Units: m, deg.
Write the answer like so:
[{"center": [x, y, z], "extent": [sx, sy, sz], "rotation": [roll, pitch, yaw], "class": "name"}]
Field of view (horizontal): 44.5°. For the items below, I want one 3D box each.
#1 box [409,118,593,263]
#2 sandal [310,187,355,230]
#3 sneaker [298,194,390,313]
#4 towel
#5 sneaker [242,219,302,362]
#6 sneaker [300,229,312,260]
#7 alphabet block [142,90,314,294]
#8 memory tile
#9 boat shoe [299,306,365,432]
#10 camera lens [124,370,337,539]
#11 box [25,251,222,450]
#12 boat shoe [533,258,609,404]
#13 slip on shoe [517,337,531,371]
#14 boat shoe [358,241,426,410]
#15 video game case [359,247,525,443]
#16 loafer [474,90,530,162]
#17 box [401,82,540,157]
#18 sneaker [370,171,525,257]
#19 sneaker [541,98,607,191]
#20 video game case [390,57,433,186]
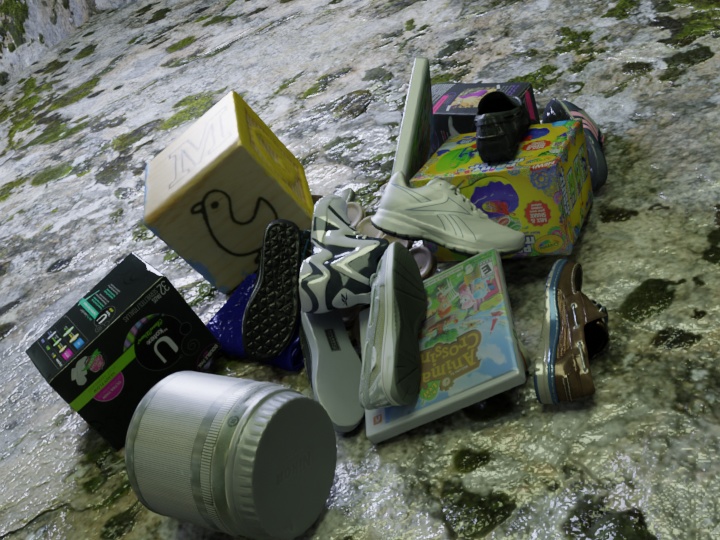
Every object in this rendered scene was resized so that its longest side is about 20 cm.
[{"center": [0.197, -0.108, 1.195], "extent": [0.196, 0.124, 0.193], "rotation": [-4, 24, 26], "class": "box"}, {"center": [-0.100, -0.089, 1.457], "extent": [0.197, 0.058, 0.080], "rotation": [-22, 29, 4], "class": "sandal"}, {"center": [-0.002, -0.024, 1.139], "extent": [0.127, 0.081, 0.201], "rotation": [2, 36, 8], "class": "sneaker"}, {"center": [-0.125, 0.066, 1.250], "extent": [0.197, 0.050, 0.148], "rotation": [7, 42, 40], "class": "towel"}, {"center": [-0.113, 0.030, 1.196], "extent": [0.070, 0.083, 0.204], "rotation": [13, 72, -4], "class": "sneaker"}, {"center": [-0.020, -0.009, 1.276], "extent": [0.198, 0.077, 0.086], "rotation": [20, 15, 37], "class": "sneaker"}, {"center": [-0.208, -0.124, 1.396], "extent": [0.199, 0.195, 0.198], "rotation": [-37, 35, 13], "class": "alphabet block"}, {"center": [0.000, 0.000, 1.178], "extent": [0.199, 0.017, 0.154], "rotation": [35, 86, 42], "class": "memory tile"}, {"center": [-0.037, 0.121, 1.096], "extent": [0.067, 0.057, 0.202], "rotation": [1, 47, -18], "class": "boat shoe"}, {"center": [-0.144, 0.198, 0.956], "extent": [0.197, 0.162, 0.161], "rotation": [2, 39, 35], "class": "camera lens"}, {"center": [-0.321, 0.107, 1.197], "extent": [0.200, 0.149, 0.124], "rotation": [-45, 36, -15], "class": "box"}, {"center": [0.245, 0.068, 0.996], "extent": [0.071, 0.073, 0.202], "rotation": [-2, 47, 22], "class": "boat shoe"}, {"center": [0.126, 0.072, 1.062], "extent": [0.061, 0.075, 0.200], "rotation": [-32, 37, -10], "class": "slip on shoe"}, {"center": [0.032, 0.061, 1.019], "extent": [0.064, 0.074, 0.206], "rotation": [-17, 57, 31], "class": "boat shoe"}, {"center": [0.086, 0.085, 1.021], "extent": [0.197, 0.022, 0.185], "rotation": [-26, 44, 23], "class": "video game case"}, {"center": [0.188, -0.207, 1.173], "extent": [0.067, 0.072, 0.201], "rotation": [-7, 23, 19], "class": "loafer"}, {"center": [0.182, -0.224, 1.413], "extent": [0.198, 0.124, 0.106], "rotation": [12, 44, 42], "class": "box"}, {"center": [0.112, -0.068, 1.094], "extent": [0.196, 0.089, 0.074], "rotation": [16, 1, 12], "class": "sneaker"}, {"center": [0.342, -0.189, 1.317], "extent": [0.080, 0.071, 0.202], "rotation": [8, 42, -20], "class": "sneaker"}, {"center": [0.078, -0.168, 1.265], "extent": [0.022, 0.183, 0.204], "rotation": [7, 68, 10], "class": "video game case"}]
